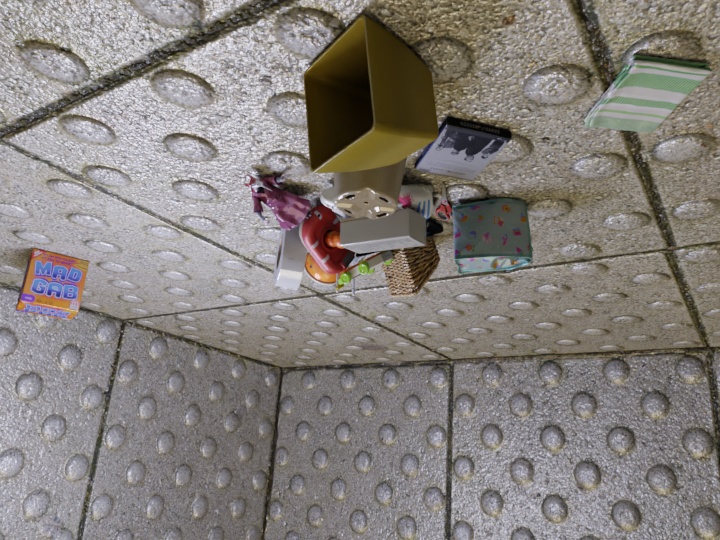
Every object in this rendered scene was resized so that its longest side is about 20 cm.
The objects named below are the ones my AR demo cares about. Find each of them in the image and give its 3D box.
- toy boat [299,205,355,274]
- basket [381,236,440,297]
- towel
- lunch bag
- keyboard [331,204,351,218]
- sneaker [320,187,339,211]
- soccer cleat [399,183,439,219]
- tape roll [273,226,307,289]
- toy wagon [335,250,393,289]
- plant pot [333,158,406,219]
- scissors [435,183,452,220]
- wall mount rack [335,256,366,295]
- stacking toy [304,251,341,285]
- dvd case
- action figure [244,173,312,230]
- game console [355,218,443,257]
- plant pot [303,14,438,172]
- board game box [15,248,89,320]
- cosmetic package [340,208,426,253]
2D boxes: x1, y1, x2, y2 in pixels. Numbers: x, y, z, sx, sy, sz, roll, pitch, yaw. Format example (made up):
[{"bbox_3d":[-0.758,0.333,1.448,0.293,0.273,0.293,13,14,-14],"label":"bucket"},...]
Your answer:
[{"bbox_3d":[-0.074,-0.088,1.648,0.130,0.131,0.201,0,134,51],"label":"toy boat"},{"bbox_3d":[0.162,-0.009,1.787,0.141,0.151,0.200,-17,180,-20],"label":"basket"},{"bbox_3d":[0.522,-0.318,1.100,0.150,0.024,0.200,5,160,-3],"label":"towel"},{"bbox_3d":[0.344,-0.090,1.555,0.197,0.173,0.122,-6,156,15],"label":"lunch bag"},{"bbox_3d":[-0.004,-0.200,1.452,0.056,0.011,0.200,22,134,-17],"label":"keyboard"},{"bbox_3d":[-0.004,-0.196,1.512,0.197,0.076,0.081,1,147,3],"label":"sneaker"},{"bbox_3d":[0.132,-0.190,1.479,0.070,0.087,0.199,43,-171,31],"label":"soccer cleat"},{"bbox_3d":[-0.205,-0.049,1.754,0.070,0.205,0.202,10,160,-13],"label":"tape roll"},{"bbox_3d":[0.000,0.000,1.713,0.199,0.040,0.155,-27,177,32],"label":"toy wagon"},{"bbox_3d":[0.016,-0.218,1.254,0.197,0.186,0.201,4,161,2],"label":"plant pot"},{"bbox_3d":[0.217,-0.177,1.579,0.072,0.014,0.200,-3,160,24],"label":"scissors"},{"bbox_3d":[-0.020,-0.018,1.840,0.074,0.175,0.199,40,-169,25],"label":"wall mount rack"},{"bbox_3d":[-0.091,-0.064,1.859,0.144,0.148,0.201,9,141,-14],"label":"stacking toy"},{"bbox_3d":[0.221,-0.263,1.321,0.148,0.025,0.200,9,161,-13],"label":"dvd case"},{"bbox_3d":[-0.222,-0.197,1.554,0.199,0.134,0.149,37,-172,-36],"label":"action figure"},{"bbox_3d":[0.114,-0.082,1.718,0.198,0.118,0.175,-12,154,41],"label":"game console"},{"bbox_3d":[0.027,-0.288,1.064,0.174,0.203,0.199,5,164,-35],"label":"plant pot"},{"bbox_3d":[-1.179,0.060,2.285,0.198,0.203,0.199,16,158,-31],"label":"board game box"},{"bbox_3d":[0.056,-0.096,1.496,0.197,0.074,0.103,-7,167,29],"label":"cosmetic package"}]
